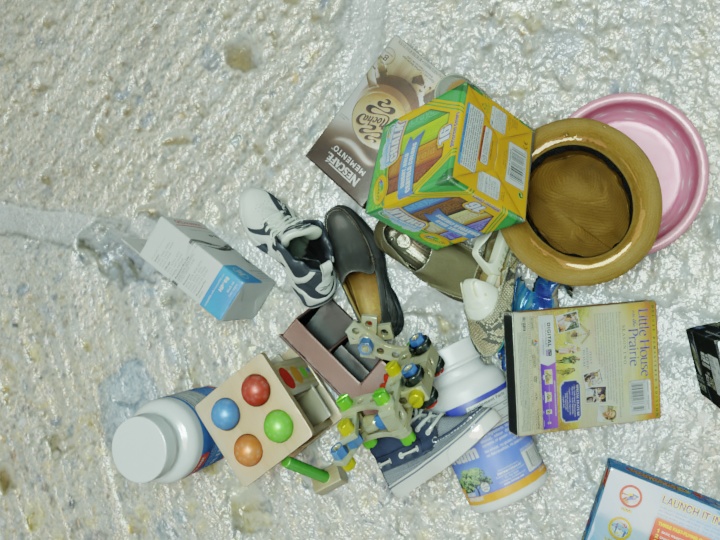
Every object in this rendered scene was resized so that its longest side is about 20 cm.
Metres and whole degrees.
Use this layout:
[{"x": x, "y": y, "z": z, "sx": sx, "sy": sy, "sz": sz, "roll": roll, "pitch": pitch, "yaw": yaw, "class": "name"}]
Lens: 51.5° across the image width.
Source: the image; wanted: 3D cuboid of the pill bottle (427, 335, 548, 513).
[{"x": 0.150, "y": 0.192, "z": 0.959, "sx": 0.110, "sy": 0.112, "sz": 0.203, "roll": -27, "pitch": 82, "yaw": 14, "class": "pill bottle"}]

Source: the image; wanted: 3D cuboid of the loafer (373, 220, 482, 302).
[{"x": 0.102, "y": -0.011, "z": 0.994, "sx": 0.197, "sy": 0.067, "sz": 0.077, "roll": 25, "pitch": 96, "yaw": 9, "class": "loafer"}]

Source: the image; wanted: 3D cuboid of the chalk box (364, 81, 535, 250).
[{"x": 0.091, "y": -0.112, "z": 0.897, "sx": 0.198, "sy": 0.122, "sz": 0.128, "roll": -17, "pitch": 55, "yaw": 51, "class": "chalk box"}]

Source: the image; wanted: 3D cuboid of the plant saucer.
[{"x": 0.330, "y": -0.117, "z": 0.942, "sx": 0.196, "sy": 0.051, "sz": 0.206, "roll": 0, "pitch": 90, "yaw": 16, "class": "plant saucer"}]

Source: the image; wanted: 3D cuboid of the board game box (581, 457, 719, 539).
[{"x": 0.370, "y": 0.366, "z": 0.919, "sx": 0.196, "sy": 0.056, "sz": 0.200, "roll": 19, "pitch": 94, "yaw": 16, "class": "board game box"}]

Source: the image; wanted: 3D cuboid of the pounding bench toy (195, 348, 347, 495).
[{"x": -0.102, "y": 0.224, "z": 1.010, "sx": 0.124, "sy": 0.156, "sz": 0.202, "roll": -38, "pitch": 80, "yaw": 12, "class": "pounding bench toy"}]

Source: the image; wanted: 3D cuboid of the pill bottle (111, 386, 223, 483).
[{"x": -0.252, "y": 0.228, "z": 1.032, "sx": 0.110, "sy": 0.200, "sz": 0.115, "roll": 0, "pitch": 90, "yaw": 16, "class": "pill bottle"}]

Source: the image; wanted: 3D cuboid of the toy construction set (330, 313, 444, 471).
[{"x": 0.029, "y": 0.136, "z": 0.900, "sx": 0.129, "sy": 0.202, "sz": 0.092, "roll": -26, "pitch": 124, "yaw": 25, "class": "toy construction set"}]

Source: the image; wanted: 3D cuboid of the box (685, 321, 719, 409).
[{"x": 0.464, "y": 0.094, "z": 0.820, "sx": 0.160, "sy": 0.200, "sz": 0.088, "roll": -14, "pitch": 86, "yaw": 16, "class": "box"}]

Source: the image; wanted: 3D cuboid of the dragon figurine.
[{"x": 0.224, "y": 0.038, "z": 0.966, "sx": 0.097, "sy": 0.059, "sz": 0.205, "roll": 2, "pitch": 91, "yaw": 16, "class": "dragon figurine"}]

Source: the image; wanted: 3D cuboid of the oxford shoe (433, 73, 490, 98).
[{"x": 0.170, "y": -0.168, "z": 0.951, "sx": 0.199, "sy": 0.058, "sz": 0.075, "roll": 42, "pitch": 98, "yaw": -19, "class": "oxford shoe"}]

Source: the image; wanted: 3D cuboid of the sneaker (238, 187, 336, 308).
[{"x": -0.097, "y": -0.055, "z": 1.014, "sx": 0.078, "sy": 0.130, "sz": 0.201, "roll": -24, "pitch": 73, "yaw": -21, "class": "sneaker"}]

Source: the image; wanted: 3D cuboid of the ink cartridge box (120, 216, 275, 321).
[{"x": -0.232, "y": -0.014, "z": 1.074, "sx": 0.198, "sy": 0.116, "sz": 0.067, "roll": 37, "pitch": 99, "yaw": 13, "class": "ink cartridge box"}]

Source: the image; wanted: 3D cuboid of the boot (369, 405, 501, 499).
[{"x": 0.078, "y": 0.195, "z": 0.899, "sx": 0.091, "sy": 0.072, "sz": 0.200, "roll": 53, "pitch": 128, "yaw": 13, "class": "boot"}]

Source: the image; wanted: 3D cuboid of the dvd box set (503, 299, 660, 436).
[{"x": 0.272, "y": 0.116, "z": 0.913, "sx": 0.195, "sy": 0.029, "sz": 0.150, "roll": -5, "pitch": 92, "yaw": -13, "class": "dvd box set"}]

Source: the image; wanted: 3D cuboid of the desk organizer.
[{"x": -0.010, "y": 0.128, "z": 1.030, "sx": 0.200, "sy": 0.072, "sz": 0.077, "roll": 43, "pitch": 98, "yaw": 13, "class": "desk organizer"}]

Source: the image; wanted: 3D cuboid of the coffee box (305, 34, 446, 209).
[{"x": 0.034, "y": -0.195, "z": 1.015, "sx": 0.113, "sy": 0.080, "sz": 0.201, "roll": 40, "pitch": 100, "yaw": 12, "class": "coffee box"}]

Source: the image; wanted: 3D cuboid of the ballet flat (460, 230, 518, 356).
[{"x": 0.162, "y": 0.000, "z": 0.932, "sx": 0.067, "sy": 0.075, "sz": 0.204, "roll": 3, "pitch": 69, "yaw": 48, "class": "ballet flat"}]

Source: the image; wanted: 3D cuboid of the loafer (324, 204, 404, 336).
[{"x": 0.000, "y": 0.000, "z": 1.027, "sx": 0.072, "sy": 0.072, "sz": 0.203, "roll": -29, "pitch": 81, "yaw": 15, "class": "loafer"}]

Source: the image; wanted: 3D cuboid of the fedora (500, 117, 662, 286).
[{"x": 0.260, "y": -0.077, "z": 0.894, "sx": 0.196, "sy": 0.082, "sz": 0.206, "roll": -3, "pitch": 83, "yaw": 23, "class": "fedora"}]
